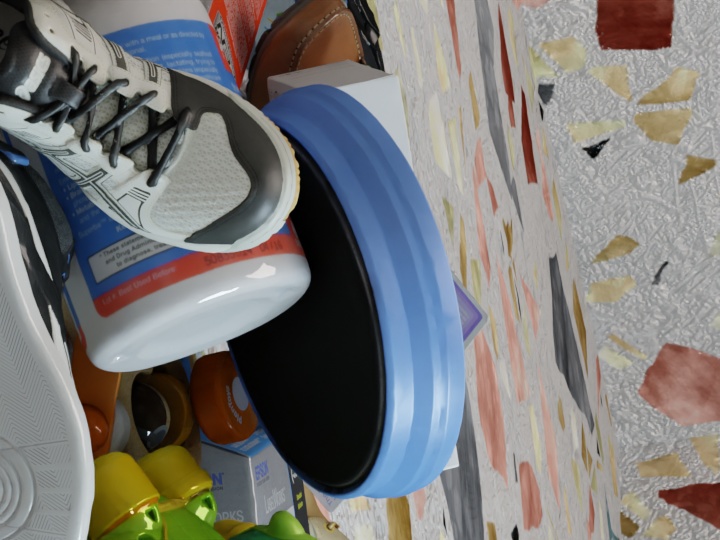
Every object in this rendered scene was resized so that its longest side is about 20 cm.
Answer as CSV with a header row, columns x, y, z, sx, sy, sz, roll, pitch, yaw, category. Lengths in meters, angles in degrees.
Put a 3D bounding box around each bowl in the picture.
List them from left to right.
x,y,z,sx,sy,sz,roll,pitch,yaw,category
-0.017,0.013,1.370,0.201,0.039,0.201,40,-42,50,bowl

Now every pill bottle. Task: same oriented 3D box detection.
x,y,z,sx,sy,sz,roll,pitch,yaw,category
-0.107,-0.064,1.332,0.112,0.112,0.201,32,35,-77,pill bottle

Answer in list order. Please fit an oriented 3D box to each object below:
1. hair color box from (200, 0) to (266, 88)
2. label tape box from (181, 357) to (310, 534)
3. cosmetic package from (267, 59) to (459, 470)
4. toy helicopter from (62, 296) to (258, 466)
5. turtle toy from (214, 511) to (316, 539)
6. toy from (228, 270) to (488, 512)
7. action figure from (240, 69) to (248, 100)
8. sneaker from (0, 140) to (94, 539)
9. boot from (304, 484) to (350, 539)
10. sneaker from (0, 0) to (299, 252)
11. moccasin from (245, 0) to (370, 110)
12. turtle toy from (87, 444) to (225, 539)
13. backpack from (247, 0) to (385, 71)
x,y,z,sx,sy,sz,roll,pitch,yaw,category
-0.108,-0.144,1.519,0.200,0.101,0.061,-77,158,-61,hair color box
-0.073,0.132,1.610,0.144,0.063,0.201,-22,105,-80,label tape box
0.000,0.000,1.442,0.083,0.050,0.201,-157,-124,-69,cosmetic package
-0.130,0.036,1.400,0.200,0.079,0.132,66,25,-23,toy helicopter
-0.053,0.220,1.453,0.101,0.145,0.201,-2,101,-47,turtle toy
-0.018,0.048,1.663,0.047,0.200,0.115,-23,68,-48,toy
-0.063,-0.090,1.645,0.130,0.069,0.200,55,6,39,action figure
-0.146,0.036,1.244,0.112,0.073,0.201,-46,126,-76,sneaker
0.013,0.183,1.783,0.073,0.155,0.201,25,57,-78,boot
-0.121,-0.069,1.232,0.076,0.200,0.088,-63,161,6,sneaker
-0.017,-0.063,1.533,0.074,0.078,0.202,-34,144,-32,moccasin
-0.100,0.164,1.304,0.146,0.101,0.200,53,13,11,turtle toy
-0.038,-0.089,1.812,0.163,0.153,0.200,-76,178,-59,backpack
